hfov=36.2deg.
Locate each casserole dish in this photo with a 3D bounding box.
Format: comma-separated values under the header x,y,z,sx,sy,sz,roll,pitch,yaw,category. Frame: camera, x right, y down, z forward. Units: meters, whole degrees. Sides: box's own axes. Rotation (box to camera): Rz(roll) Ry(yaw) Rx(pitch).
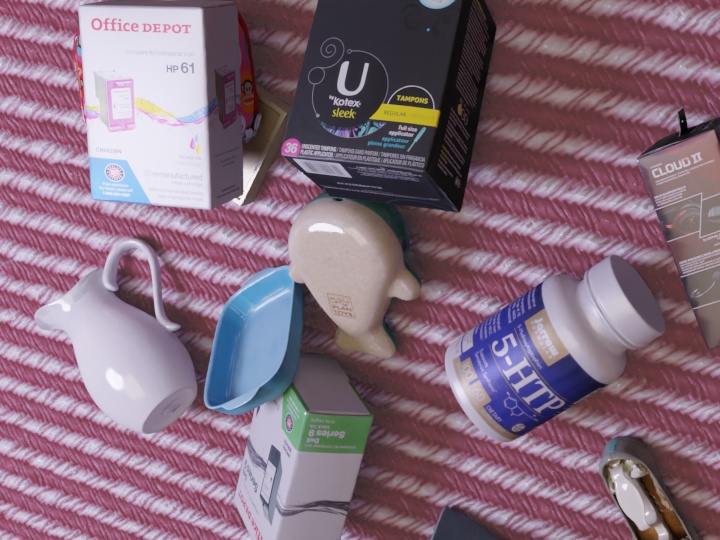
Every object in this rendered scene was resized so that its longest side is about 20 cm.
x,y,z,sx,sy,sz,roll,pitch,yaw,category
-0.111,0.080,1.217,0.121,0.201,0.039,-29,125,27,casserole dish

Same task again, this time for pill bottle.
x,y,z,sx,sy,sz,roll,pitch,yaw,category
0.194,0.074,1.098,0.200,0.120,0.120,-37,86,26,pill bottle

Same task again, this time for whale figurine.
x,y,z,sx,sy,sz,roll,pitch,yaw,category
0.000,0.000,1.192,0.158,0.104,0.201,7,129,27,whale figurine

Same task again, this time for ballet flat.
x,y,z,sx,sy,sz,roll,pitch,yaw,category
0.301,0.266,1.126,0.067,0.064,0.201,-30,90,26,ballet flat

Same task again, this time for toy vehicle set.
x,y,z,sx,sy,sz,roll,pitch,yaw,category
-0.181,-0.180,1.254,0.199,0.026,0.125,36,113,12,toy vehicle set

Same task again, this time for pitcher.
x,y,z,sx,sy,sz,roll,pitch,yaw,category
-0.270,0.077,1.313,0.172,0.121,0.200,-47,70,10,pitcher

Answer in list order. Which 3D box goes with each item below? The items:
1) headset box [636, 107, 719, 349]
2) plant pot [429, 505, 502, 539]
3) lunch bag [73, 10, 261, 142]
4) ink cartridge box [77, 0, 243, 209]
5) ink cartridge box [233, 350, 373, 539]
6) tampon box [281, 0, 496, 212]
x,y,z,sx,sy,sz,roll,pitch,yaw,category
0.319,-0.049,0.997,0.075,0.149,0.201,-20,93,25,headset box
0.129,0.412,1.172,0.199,0.196,0.197,23,110,8,plant pot
-0.211,-0.192,1.203,0.199,0.082,0.178,-3,101,24,lunch bag
-0.200,-0.172,1.119,0.143,0.085,0.202,5,106,19,ink cartridge box
-0.067,0.212,1.224,0.083,0.146,0.201,6,110,-24,ink cartridge box
0.032,-0.177,1.066,0.149,0.126,0.202,8,79,21,tampon box
